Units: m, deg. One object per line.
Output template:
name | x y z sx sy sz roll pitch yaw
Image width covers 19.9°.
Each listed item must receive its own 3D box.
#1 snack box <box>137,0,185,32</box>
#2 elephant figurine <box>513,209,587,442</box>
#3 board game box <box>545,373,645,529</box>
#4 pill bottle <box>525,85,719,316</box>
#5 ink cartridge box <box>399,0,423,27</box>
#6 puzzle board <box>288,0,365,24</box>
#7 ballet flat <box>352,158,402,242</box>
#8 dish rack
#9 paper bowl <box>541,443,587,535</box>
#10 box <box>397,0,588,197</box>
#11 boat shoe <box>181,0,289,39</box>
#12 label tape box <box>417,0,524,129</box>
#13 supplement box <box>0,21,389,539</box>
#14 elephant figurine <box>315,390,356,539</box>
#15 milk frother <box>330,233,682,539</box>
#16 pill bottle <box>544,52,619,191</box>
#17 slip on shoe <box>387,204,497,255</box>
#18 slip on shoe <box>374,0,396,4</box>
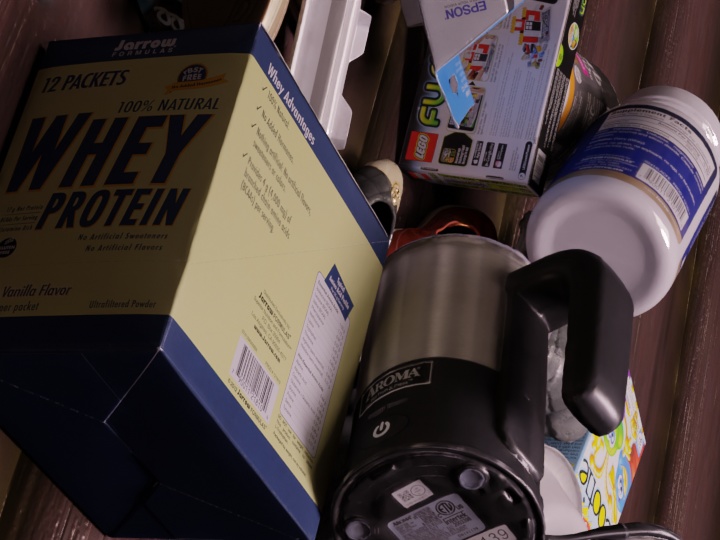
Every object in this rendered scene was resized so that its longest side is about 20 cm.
snack box | -0.111 -0.227 1.207 0.117 0.037 0.201 -65 143 -46
elephant figurine | 0.144 0.021 1.606 0.142 0.154 0.201 48 57 -41
board game box | 0.152 0.165 1.659 0.200 0.104 0.104 -59 140 -49
pill bottle | 0.207 -0.058 1.549 0.200 0.115 0.117 -51 132 -53
ink cartridge box | 0.022 -0.285 1.478 0.095 0.037 0.201 -85 161 -55
puzzle board | -0.039 -0.248 1.392 0.201 0.017 0.152 62 34 -44
ballet flat | 0.000 0.000 1.401 0.201 0.056 0.067 -70 146 -40
dish rack | -0.021 -0.123 1.266 0.200 0.043 0.173 110 -9 -78
paper bowl | 0.083 0.209 1.421 0.200 0.104 0.202 -22 123 -39
box | 0.104 -0.161 1.542 0.035 0.109 0.202 34 68 -61
boat shoe | -0.055 -0.197 1.202 0.065 0.072 0.202 48 41 -51
label tape box | 0.073 -0.209 1.411 0.143 0.066 0.202 -51 126 -76
supplement box | -0.096 0.011 1.100 0.200 0.133 0.201 58 38 -48
elephant figurine | 0.001 0.139 1.273 0.155 0.140 0.202 46 49 -52
milk frother | 0.092 0.107 1.179 0.189 0.179 0.201 -80 153 -51
pill bottle | 0.143 -0.127 1.653 0.200 0.115 0.118 20 70 -64
slip on shoe | 0.069 -0.010 1.548 0.200 0.061 0.075 -15 99 -67
slip on shoe | -0.012 -0.240 1.368 0.200 0.060 0.077 72 -4 -68
